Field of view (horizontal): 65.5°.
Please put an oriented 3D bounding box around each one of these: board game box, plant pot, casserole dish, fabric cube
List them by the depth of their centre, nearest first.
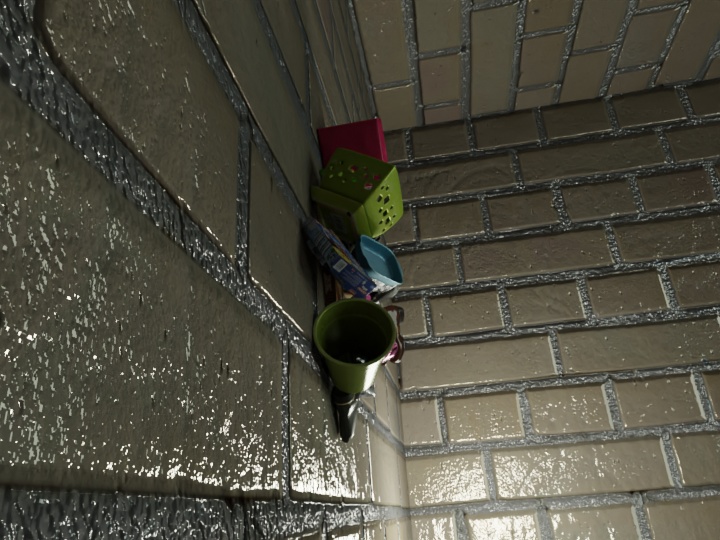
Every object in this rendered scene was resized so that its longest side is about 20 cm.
[{"bbox_3d":[-0.071,-0.044,1.392,0.200,0.062,0.200,52,7,36],"label":"board game box"},{"bbox_3d":[-0.016,0.206,1.393,0.191,0.198,0.201,92,-1,-47],"label":"plant pot"},{"bbox_3d":[0.047,-0.021,1.511,0.199,0.039,0.122,24,42,-50],"label":"casserole dish"},{"bbox_3d":[-0.015,-0.189,1.545,0.182,0.198,0.201,-53,150,-26],"label":"plant pot"},{"bbox_3d":[-0.017,-0.374,1.807,0.200,0.194,0.201,-67,147,-74],"label":"fabric cube"}]

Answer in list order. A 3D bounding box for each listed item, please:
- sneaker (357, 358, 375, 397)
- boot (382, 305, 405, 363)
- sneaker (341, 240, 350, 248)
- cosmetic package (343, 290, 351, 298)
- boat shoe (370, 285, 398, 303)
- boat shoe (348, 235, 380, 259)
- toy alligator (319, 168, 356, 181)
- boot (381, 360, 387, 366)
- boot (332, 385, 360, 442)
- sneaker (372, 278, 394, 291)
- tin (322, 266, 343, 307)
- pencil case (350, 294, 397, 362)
[{"bbox_3d":[0.001,0.325,1.729,0.200,0.074,0.116,60,27,-64],"label":"sneaker"},{"bbox_3d":[0.061,0.201,1.747,0.199,0.068,0.190,4,94,-49],"label":"boot"},{"bbox_3d":[-0.024,-0.100,1.664,0.201,0.077,0.140,-65,173,2],"label":"sneaker"},{"bbox_3d":[-0.024,0.032,1.837,0.200,0.070,0.106,66,18,-66],"label":"cosmetic package"},{"bbox_3d":[0.024,0.083,1.780,0.064,0.199,0.071,45,15,-40],"label":"boat shoe"},{"bbox_3d":[-0.001,-0.040,1.585,0.072,0.065,0.202,84,28,-55],"label":"boat shoe"},{"bbox_3d":[-0.031,-0.270,1.708,0.054,0.198,0.060,128,-31,-62],"label":"toy alligator"},{"bbox_3d":[0.011,0.185,1.615,0.201,0.149,0.074,-82,-167,-54],"label":"boot"},{"bbox_3d":[-0.029,0.360,1.537,0.200,0.077,0.140,-41,129,-65],"label":"boot"},{"bbox_3d":[0.035,0.011,1.588,0.200,0.070,0.083,16,47,-63],"label":"sneaker"},{"bbox_3d":[-0.076,0.042,1.566,0.112,0.041,0.202,33,50,-75],"label":"tin"},{"bbox_3d":[0.029,0.152,1.536,0.201,0.090,0.094,58,-30,33],"label":"pencil case"}]
